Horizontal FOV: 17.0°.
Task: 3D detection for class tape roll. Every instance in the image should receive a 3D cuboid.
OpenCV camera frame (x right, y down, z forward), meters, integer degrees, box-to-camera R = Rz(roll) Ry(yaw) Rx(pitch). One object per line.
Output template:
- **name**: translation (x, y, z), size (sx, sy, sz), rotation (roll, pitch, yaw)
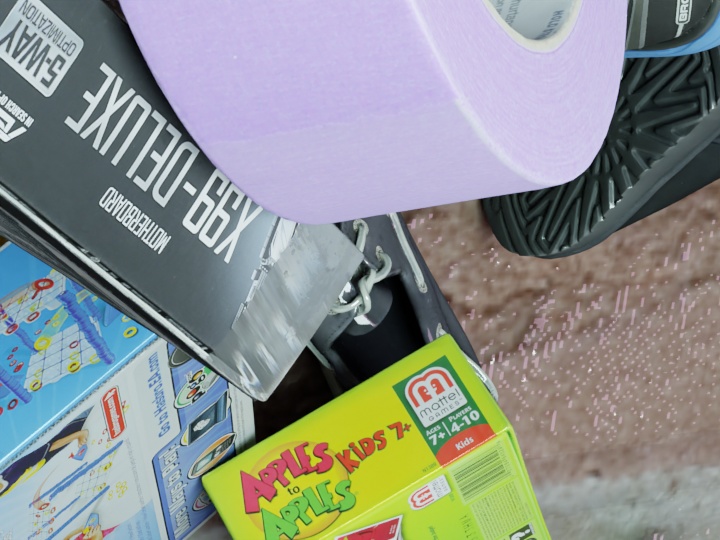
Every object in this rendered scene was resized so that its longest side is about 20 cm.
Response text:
- **tape roll**: translation (0.002, -0.114, 0.568), size (0.200, 0.065, 0.201), rotation (-9, 90, -69)

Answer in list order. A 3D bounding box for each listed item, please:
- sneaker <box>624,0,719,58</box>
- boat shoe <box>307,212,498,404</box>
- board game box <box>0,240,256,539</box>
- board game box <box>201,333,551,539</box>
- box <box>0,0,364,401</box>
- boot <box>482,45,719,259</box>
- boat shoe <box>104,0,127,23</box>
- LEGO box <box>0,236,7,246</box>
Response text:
- **sneaker**: translation (0.054, -0.093, 0.838), size (0.083, 0.199, 0.071), rotation (15, 69, -29)
- **boat shoe**: translation (0.000, 0.000, 0.902), size (0.073, 0.063, 0.200), rotation (-41, 124, -15)
- **board game box**: translation (-0.125, 0.079, 0.783), size (0.196, 0.056, 0.200), rotation (-40, 163, -16)
- **board game box**: translation (0.020, 0.113, 0.906), size (0.101, 0.048, 0.200), rotation (-30, 146, -4)
- **box**: translation (-0.113, -0.057, 0.602), size (0.050, 0.200, 0.158), rotation (-55, 143, -7)
- **boot**: translation (0.170, -0.048, 0.948), size (0.199, 0.165, 0.066), rotation (1, 69, -34)
- **boat shoe**: translation (-0.067, -0.112, 0.705), size (0.200, 0.060, 0.072), rotation (40, 76, -9)
- **LEGO box**: translation (-0.184, -0.074, 0.742), size (0.149, 0.077, 0.201), rotation (-10, 112, -32)
